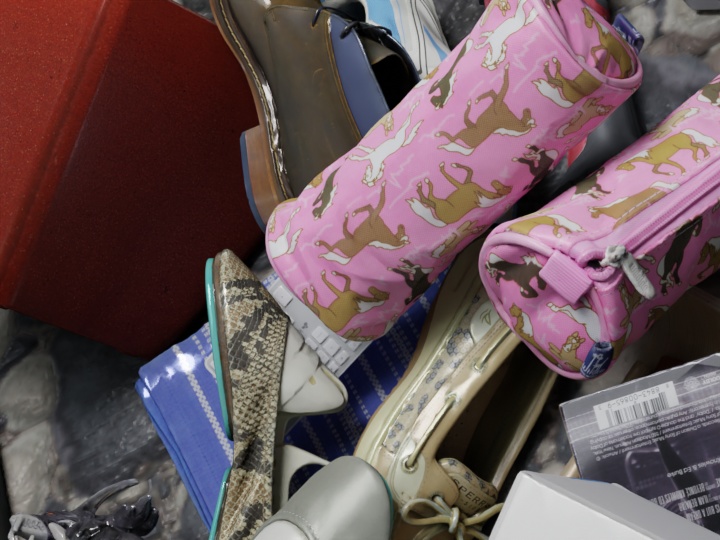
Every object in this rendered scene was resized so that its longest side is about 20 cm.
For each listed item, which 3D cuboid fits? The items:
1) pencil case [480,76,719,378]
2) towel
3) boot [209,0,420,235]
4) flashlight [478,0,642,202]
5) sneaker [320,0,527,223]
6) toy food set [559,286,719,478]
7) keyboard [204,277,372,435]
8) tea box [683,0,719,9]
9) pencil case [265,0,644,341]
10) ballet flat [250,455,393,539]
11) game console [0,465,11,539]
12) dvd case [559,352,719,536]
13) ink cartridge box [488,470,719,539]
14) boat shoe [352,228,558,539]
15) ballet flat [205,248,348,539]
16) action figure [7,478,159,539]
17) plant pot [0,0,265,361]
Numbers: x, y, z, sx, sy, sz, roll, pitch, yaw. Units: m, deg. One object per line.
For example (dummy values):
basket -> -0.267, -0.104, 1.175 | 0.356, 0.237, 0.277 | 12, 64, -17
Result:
pencil case -> 0.149, -0.033, 1.258 | 0.200, 0.083, 0.086 | -35, 42, -26
towel -> -0.016, 0.046, 1.416 | 0.200, 0.024, 0.145 | -38, 50, 9
boot -> -0.015, -0.120, 1.388 | 0.097, 0.075, 0.201 | -14, 84, 32
flashlight -> 0.104, -0.087, 1.391 | 0.067, 0.068, 0.201 | -3, 59, -11
sneaker -> 0.031, -0.084, 1.419 | 0.072, 0.072, 0.200 | -15, 39, -17
toy food set -> 0.132, 0.109, 1.255 | 0.143, 0.060, 0.200 | 29, 81, 41
keyboard -> 0.000, 0.000, 1.358 | 0.056, 0.011, 0.200 | 43, 115, 2
tea box -> 0.241, -0.247, 1.345 | 0.196, 0.134, 0.201 | 0, 64, 33
pencil case -> 0.040, -0.054, 1.275 | 0.083, 0.086, 0.200 | 49, 116, 9
ballet flat -> -0.049, 0.174, 1.288 | 0.067, 0.064, 0.201 | 44, 117, 33
game console -> -0.273, 0.176, 1.514 | 0.175, 0.117, 0.201 | -11, 53, -8
dvd case -> 0.182, 0.131, 1.178 | 0.148, 0.016, 0.201 | -19, 78, 16
ink cartridge box -> 0.103, 0.203, 1.111 | 0.144, 0.147, 0.201 | 25, 93, 19
boat shoe -> 0.049, 0.078, 1.314 | 0.062, 0.073, 0.201 | 17, 83, 37
ballet flat -> -0.041, 0.091, 1.354 | 0.075, 0.068, 0.201 | 2, 90, 5
action figure -> -0.158, 0.172, 1.362 | 0.119, 0.102, 0.201 | -42, 28, 33
plant pot -> -0.160, -0.064, 1.478 | 0.199, 0.200, 0.177 | 21, 89, 40
